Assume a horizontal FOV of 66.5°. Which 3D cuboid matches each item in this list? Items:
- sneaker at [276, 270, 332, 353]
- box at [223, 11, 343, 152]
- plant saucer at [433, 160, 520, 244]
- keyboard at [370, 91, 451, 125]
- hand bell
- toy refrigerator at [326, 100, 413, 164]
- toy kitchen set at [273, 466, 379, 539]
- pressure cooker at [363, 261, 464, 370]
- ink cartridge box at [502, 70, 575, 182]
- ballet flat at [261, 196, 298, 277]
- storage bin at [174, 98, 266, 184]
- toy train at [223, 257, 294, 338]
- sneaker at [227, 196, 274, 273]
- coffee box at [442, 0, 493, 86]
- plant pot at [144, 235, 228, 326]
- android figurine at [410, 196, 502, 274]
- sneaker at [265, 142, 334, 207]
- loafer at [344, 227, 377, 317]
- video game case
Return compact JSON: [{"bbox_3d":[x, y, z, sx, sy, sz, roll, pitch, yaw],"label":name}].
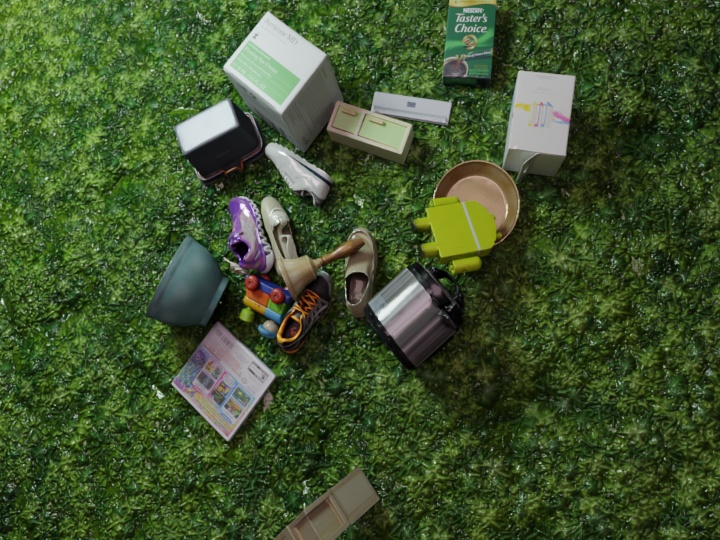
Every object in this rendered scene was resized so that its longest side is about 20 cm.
[{"bbox_3d":[-0.126,0.094,1.249,0.076,0.077,0.205,26,83,15],"label":"sneaker"},{"bbox_3d":[-0.173,-0.436,1.292,0.197,0.200,0.173,38,85,15],"label":"box"},{"bbox_3d":[0.261,-0.146,1.247,0.192,0.035,0.209,-2,80,10],"label":"plant saucer"},{"bbox_3d":[0.122,-0.394,1.332,0.192,0.011,0.058,12,77,11],"label":"keyboard"},{"bbox_3d":[-0.080,-0.024,1.221,0.195,0.104,0.107,-27,76,-4],"label":"hand bell"},{"bbox_3d":[0.023,-0.329,1.305,0.194,0.070,0.078,22,84,13],"label":"toy refrigerator"},{"bbox_3d":[-0.057,0.569,1.152,0.165,0.178,0.202,51,130,18],"label":"toy kitchen set"},{"bbox_3d":[0.124,0.084,1.155,0.199,0.179,0.177,-41,73,1],"label":"pressure cooker"},{"bbox_3d":[0.387,-0.306,1.208,0.120,0.129,0.208,9,82,11],"label":"ink cartridge box"},{"bbox_3d":[-0.184,-0.087,1.295,0.067,0.069,0.207,-17,82,6],"label":"ballet flat"},{"bbox_3d":[-0.346,-0.313,1.333,0.195,0.134,0.150,-25,76,5],"label":"storage bin"},{"bbox_3d":[-0.255,0.065,1.281,0.195,0.084,0.119,25,97,13],"label":"toy train"},{"bbox_3d":[-0.274,-0.085,1.287,0.080,0.086,0.205,-43,64,42],"label":"sneaker"},{"bbox_3d":[0.261,-0.549,1.317,0.118,0.044,0.208,6,81,11],"label":"coffee box"},{"bbox_3d":[-0.384,0.044,1.259,0.131,0.200,0.205,28,85,-14],"label":"plant pot"},{"bbox_3d":[0.210,-0.082,1.180,0.192,0.041,0.187,-11,63,-12],"label":"android figurine"},{"bbox_3d":[-0.159,-0.234,1.321,0.197,0.076,0.082,34,96,15],"label":"sneaker"},{"bbox_3d":[0.000,0.000,1.248,0.073,0.068,0.209,-2,79,9],"label":"loafer"},{"bbox_3d":[-0.319,0.256,1.280,0.198,0.024,0.184,38,88,13],"label":"video game case"}]
